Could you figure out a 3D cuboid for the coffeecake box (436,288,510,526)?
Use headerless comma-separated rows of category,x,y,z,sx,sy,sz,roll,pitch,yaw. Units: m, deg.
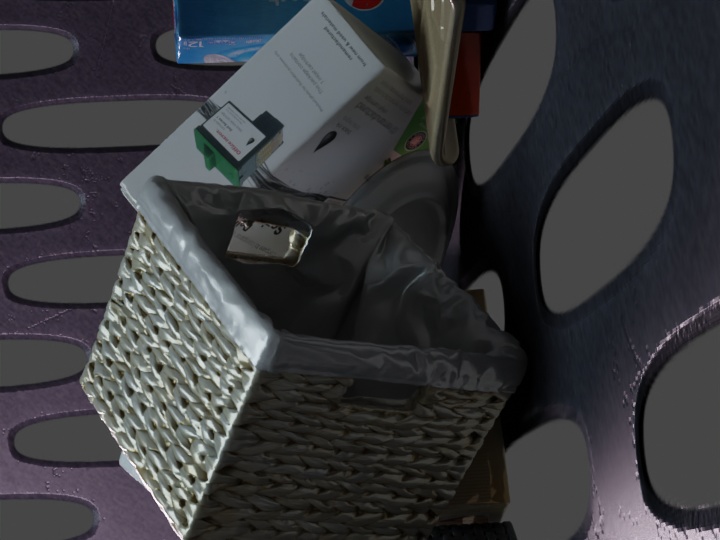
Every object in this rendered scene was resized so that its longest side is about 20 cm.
coffeecake box,0.050,0.122,1.633,0.200,0.073,0.154,99,166,-67

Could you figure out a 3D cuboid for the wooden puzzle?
wooden puzzle,0.059,-0.197,1.561,0.200,0.046,0.185,88,177,-58

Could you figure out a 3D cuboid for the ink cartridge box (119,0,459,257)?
ink cartridge box,-0.049,-0.083,1.654,0.084,0.200,0.146,51,-169,24

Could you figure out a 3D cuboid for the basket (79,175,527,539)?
basket,-0.041,0.063,1.468,0.200,0.198,0.161,47,121,48

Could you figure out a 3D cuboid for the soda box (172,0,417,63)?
soda box,-0.037,-0.194,1.716,0.064,0.200,0.068,110,157,-76

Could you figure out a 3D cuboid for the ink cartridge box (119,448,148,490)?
ink cartridge box,-0.094,0.133,1.802,0.200,0.057,0.163,40,122,41

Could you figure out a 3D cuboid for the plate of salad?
plate of salad,0.000,0.000,1.655,0.048,0.200,0.200,32,146,25

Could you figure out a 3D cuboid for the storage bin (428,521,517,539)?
storage bin,0.062,0.259,1.474,0.200,0.094,0.135,-104,13,-66
